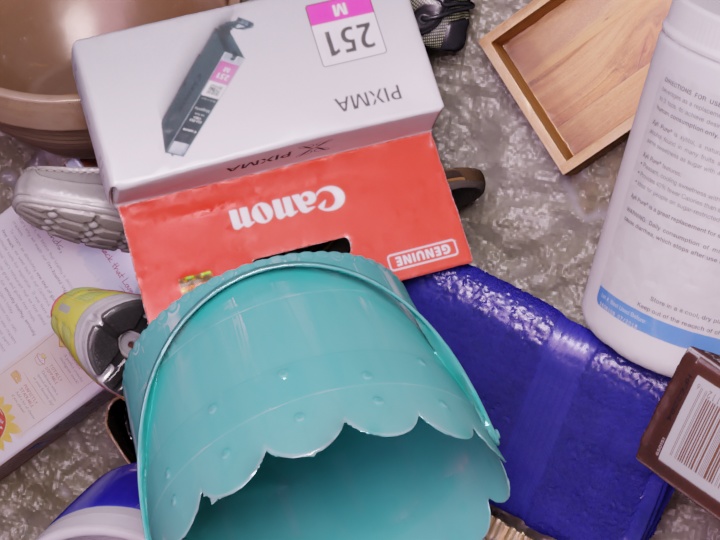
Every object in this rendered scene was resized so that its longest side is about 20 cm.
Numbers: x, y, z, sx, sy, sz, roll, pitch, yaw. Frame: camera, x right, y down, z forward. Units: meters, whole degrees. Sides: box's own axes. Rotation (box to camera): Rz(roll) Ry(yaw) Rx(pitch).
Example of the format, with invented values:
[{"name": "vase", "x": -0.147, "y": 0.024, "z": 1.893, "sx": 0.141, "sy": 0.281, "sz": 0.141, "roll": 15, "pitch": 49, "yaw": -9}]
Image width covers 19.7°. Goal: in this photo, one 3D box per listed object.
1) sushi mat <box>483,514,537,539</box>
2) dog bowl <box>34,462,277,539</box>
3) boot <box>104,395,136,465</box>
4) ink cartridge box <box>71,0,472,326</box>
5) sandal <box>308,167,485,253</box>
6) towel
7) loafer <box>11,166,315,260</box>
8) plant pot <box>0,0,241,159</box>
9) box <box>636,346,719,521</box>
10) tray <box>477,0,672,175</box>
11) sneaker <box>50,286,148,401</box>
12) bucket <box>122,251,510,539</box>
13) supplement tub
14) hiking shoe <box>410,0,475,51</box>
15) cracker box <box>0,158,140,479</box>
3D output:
[{"name": "sushi mat", "x": 0.029, "y": 0.234, "z": 1.314, "sx": 0.096, "sy": 0.012, "sz": 0.200, "roll": 28, "pitch": 100, "yaw": 17}, {"name": "dog bowl", "x": -0.115, "y": 0.220, "z": 1.286, "sx": 0.200, "sy": 0.079, "sz": 0.201, "roll": 13, "pitch": 123, "yaw": 21}, {"name": "boot", "x": -0.096, "y": 0.157, "z": 1.322, "sx": 0.074, "sy": 0.075, "sz": 0.200, "roll": -40, "pitch": 81, "yaw": 14}, {"name": "ink cartridge box", "x": -0.048, "y": -0.068, "z": 1.188, "sx": 0.199, "sy": 0.044, "sz": 0.174, "roll": -14, "pitch": 75, "yaw": -12}, {"name": "sandal", "x": 0.000, "y": 0.000, "z": 1.279, "sx": 0.200, "sy": 0.082, "sz": 0.055, "roll": -34, "pitch": 76, "yaw": 19}, {"name": "towel", "x": 0.102, "y": 0.080, "z": 1.249, "sx": 0.200, "sy": 0.050, "sz": 0.148, "roll": 27, "pitch": 124, "yaw": 14}, {"name": "loafer", "x": -0.116, "y": -0.048, "z": 1.293, "sx": 0.199, "sy": 0.070, "sz": 0.070, "roll": 6, "pitch": 73, "yaw": -19}, {"name": "plant pot", "x": -0.173, "y": -0.137, "z": 1.306, "sx": 0.200, "sy": 0.201, "sz": 0.093, "roll": 17, "pitch": 138, "yaw": 17}, {"name": "box", "x": 0.260, "y": 0.111, "z": 1.127, "sx": 0.100, "sy": 0.200, "sz": 0.075, "roll": 36, "pitch": 104, "yaw": 53}, {"name": "tray", "x": 0.180, "y": -0.153, "z": 1.239, "sx": 0.200, "sy": 0.037, "sz": 0.099, "roll": -35, "pitch": 82, "yaw": 17}, {"name": "sneaker", "x": -0.111, "y": 0.059, "z": 1.283, "sx": 0.090, "sy": 0.200, "sz": 0.078, "roll": 21, "pitch": 77, "yaw": 47}, {"name": "bucket", "x": -0.033, "y": 0.094, "z": 1.160, "sx": 0.207, "sy": 0.207, "sz": 0.135, "roll": -35, "pitch": 54, "yaw": 16}, {"name": "supplement tub", "x": 0.210, "y": -0.046, "z": 1.166, "sx": 0.132, "sy": 0.132, "sz": 0.201, "roll": 21, "pitch": 111, "yaw": 17}, {"name": "hiking shoe", "x": 0.049, "y": -0.188, "z": 1.270, "sx": 0.200, "sy": 0.076, "sz": 0.101, "roll": -35, "pitch": 90, "yaw": 25}, {"name": "cracker box", "x": -0.212, "y": 0.034, "z": 1.365, "sx": 0.200, "sy": 0.058, "sz": 0.134, "roll": -36, "pitch": 83, "yaw": 17}]
